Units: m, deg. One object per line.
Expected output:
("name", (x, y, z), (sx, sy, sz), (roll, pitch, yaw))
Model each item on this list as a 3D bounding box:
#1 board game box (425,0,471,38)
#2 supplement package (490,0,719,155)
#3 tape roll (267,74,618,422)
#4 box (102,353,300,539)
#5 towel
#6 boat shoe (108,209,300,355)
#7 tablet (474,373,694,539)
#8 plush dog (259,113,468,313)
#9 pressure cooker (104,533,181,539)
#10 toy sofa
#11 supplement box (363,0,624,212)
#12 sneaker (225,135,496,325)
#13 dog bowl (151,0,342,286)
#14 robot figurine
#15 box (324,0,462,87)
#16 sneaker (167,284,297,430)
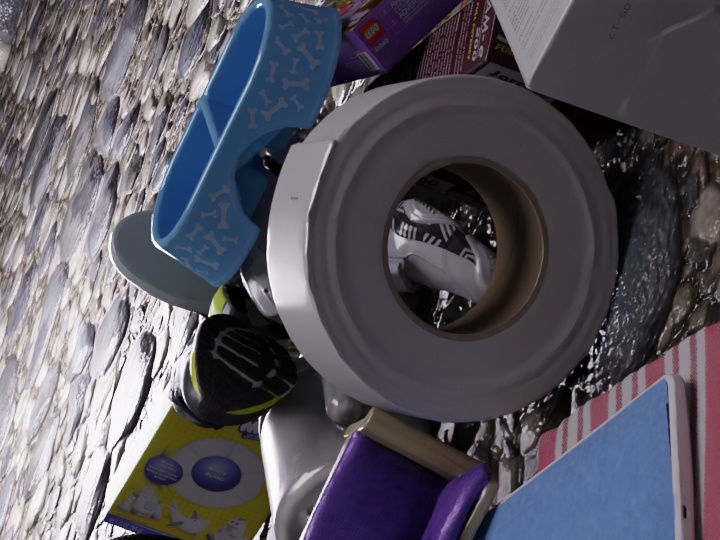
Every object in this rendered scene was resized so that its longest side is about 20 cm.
("board game box", (0.078, -0.195, 1.630), (0.153, 0.045, 0.200), (-69, 20, 7))
("supplement package", (0.165, -0.186, 1.239), (0.152, 0.150, 0.200), (-62, 22, 27))
("tape roll", (0.048, -0.013, 1.331), (0.071, 0.202, 0.204), (3, 77, 69))
("box", (-0.104, 0.133, 1.728), (0.048, 0.117, 0.200), (-89, 25, -53))
("towel", (0.152, 0.121, 1.205), (0.200, 0.030, 0.147), (-40, 38, 51))
("boat shoe", (-0.101, 0.018, 1.702), (0.091, 0.199, 0.071), (137, 146, -60))
("tablet", (0.115, 0.152, 1.209), (0.200, 0.014, 0.131), (-45, 33, 48))
("plush dog", (-0.028, -0.061, 1.610), (0.161, 0.171, 0.200), (-58, 23, 32))
("pressure cooker", (-0.153, 0.310, 1.626), (0.200, 0.175, 0.179), (-105, 34, -62))
("toy sofa", (-0.002, 0.185, 1.312), (0.201, 0.083, 0.098), (-64, 6, -14))
("supplement box", (0.085, -0.107, 1.447), (0.200, 0.108, 0.061), (-34, 40, 61))
("sneaker", (0.000, 0.000, 1.489), (0.115, 0.199, 0.075), (-60, -22, -2))
("dog bowl", (-0.078, -0.088, 1.479), (0.201, 0.049, 0.112), (-62, 21, 17))
("robot figurine", (-0.006, 0.126, 1.482), (0.200, 0.112, 0.170), (-103, 10, -55))
("box", (0.025, -0.184, 1.531), (0.137, 0.039, 0.200), (-44, 12, -12))
("sneaker", (-0.088, 0.072, 1.480), (0.081, 0.074, 0.200), (-56, 2, 11))
